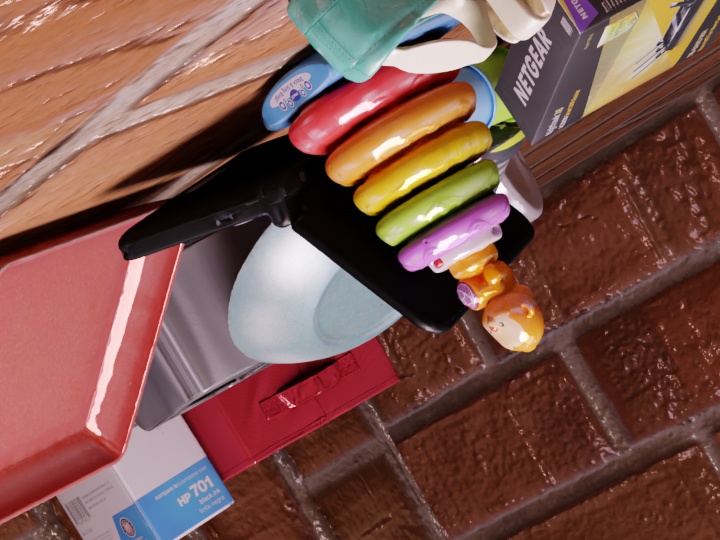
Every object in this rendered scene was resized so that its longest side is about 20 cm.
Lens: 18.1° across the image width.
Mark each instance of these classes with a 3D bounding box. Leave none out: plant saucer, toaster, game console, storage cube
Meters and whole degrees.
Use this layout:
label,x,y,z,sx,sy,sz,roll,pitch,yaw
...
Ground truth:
label,x,y,z,sx,sy,sz,roll,pitch,yaw
plant saucer,-0.192,0.055,1.376,0.200,0.037,0.200,-26,139,-57
toaster,-0.099,0.019,1.694,0.181,0.119,0.200,-29,177,-24
plant saucer,0.000,0.000,1.569,0.201,0.039,0.201,-29,147,-21
game console,-0.017,-0.020,1.351,0.176,0.117,0.200,-18,-170,25
storage cube,-0.108,0.075,1.951,0.171,0.180,0.200,-28,177,-31

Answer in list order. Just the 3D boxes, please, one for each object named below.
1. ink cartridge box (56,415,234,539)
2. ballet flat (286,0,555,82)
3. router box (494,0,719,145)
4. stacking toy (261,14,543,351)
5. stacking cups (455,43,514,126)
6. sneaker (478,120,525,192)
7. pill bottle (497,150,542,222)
label,x,y,z,sx,sy,sz,roll,pitch,yaw
ink cartridge box,-0.212,0.144,1.899,0.086,0.200,0.146,-29,178,-30
ballet flat,0.049,-0.132,1.055,0.200,0.070,0.067,-28,176,-40
router box,0.180,-0.173,1.507,0.157,0.052,0.200,-29,167,-12
stacking toy,0.042,-0.041,1.253,0.110,0.200,0.116,-28,177,-33
stacking cups,0.067,-0.118,1.593,0.200,0.061,0.060,-25,174,-43
sneaker,0.088,-0.084,1.720,0.074,0.081,0.200,6,-175,2
pill bottle,0.053,-0.049,2.032,0.200,0.114,0.114,-31,177,18
